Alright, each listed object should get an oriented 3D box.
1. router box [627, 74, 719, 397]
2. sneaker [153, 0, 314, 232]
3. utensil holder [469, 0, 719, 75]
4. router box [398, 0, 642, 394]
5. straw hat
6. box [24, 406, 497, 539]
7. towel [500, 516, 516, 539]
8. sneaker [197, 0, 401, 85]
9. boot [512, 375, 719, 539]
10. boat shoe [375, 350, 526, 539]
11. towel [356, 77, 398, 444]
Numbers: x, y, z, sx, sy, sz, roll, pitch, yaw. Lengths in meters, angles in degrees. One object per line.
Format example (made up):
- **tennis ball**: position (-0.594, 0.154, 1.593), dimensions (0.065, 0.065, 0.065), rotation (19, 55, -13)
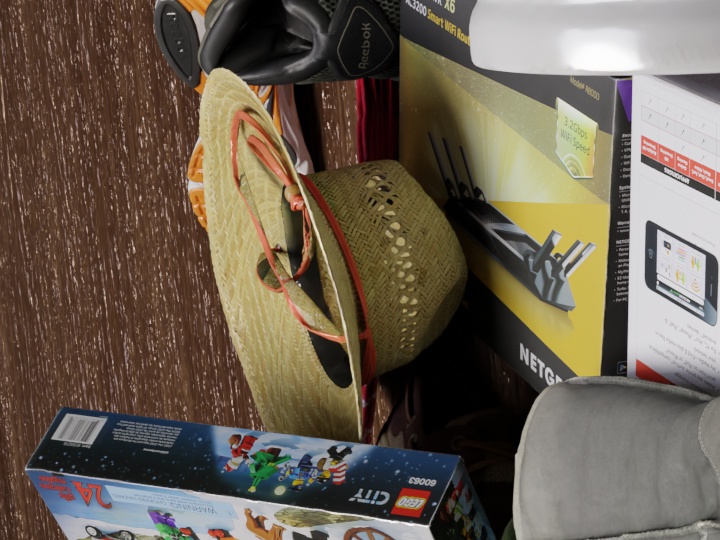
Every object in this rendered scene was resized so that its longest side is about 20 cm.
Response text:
- **router box**: position (0.163, 0.032, 0.839), dimensions (0.200, 0.049, 0.181), rotation (-143, 48, -60)
- **sneaker**: position (-0.059, -0.102, 1.330), dimensions (0.092, 0.075, 0.201), rotation (-72, -20, -47)
- **utensil holder**: position (0.114, -0.168, 0.735), dimensions (0.170, 0.169, 0.202), rotation (-163, 69, -66)
- **router box**: position (0.079, -0.041, 1.013), dimensions (0.200, 0.052, 0.158), rotation (-138, 43, -57)
- **straw hat**: position (0.000, 0.000, 1.037), dimensions (0.201, 0.085, 0.202), rotation (163, 90, -72)
- **box**: position (-0.031, 0.126, 1.012), dimensions (0.199, 0.038, 0.137), rotation (5, 137, 30)
- **towel**: position (0.096, 0.201, 0.935), dimensions (0.201, 0.023, 0.153), rotation (65, -164, -4)
- **sneaker**: position (-0.040, -0.150, 1.189), dimensions (0.200, 0.113, 0.077), rotation (-126, 36, -52)
- **boot**: position (0.116, 0.118, 0.827), dimensions (0.200, 0.072, 0.183), rotation (-20, 66, 61)
- **boat shoe**: position (0.053, 0.097, 1.102), dimensions (0.200, 0.072, 0.072), rotation (-115, 38, -66)
- **towel**: position (0.001, 0.009, 1.194), dimensions (0.145, 0.022, 0.201), rotation (-87, 2, -54)
